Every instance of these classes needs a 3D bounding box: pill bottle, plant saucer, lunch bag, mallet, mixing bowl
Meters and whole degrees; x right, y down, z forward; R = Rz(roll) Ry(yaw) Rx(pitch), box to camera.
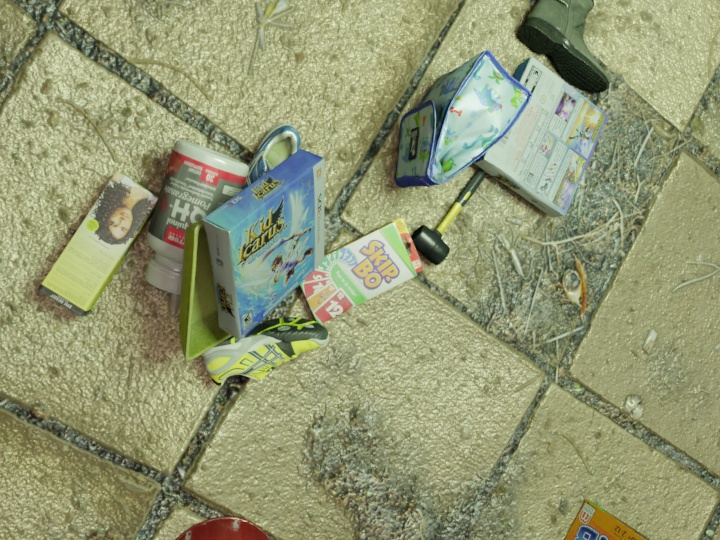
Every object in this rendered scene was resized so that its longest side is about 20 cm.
[{"bbox_3d":[-0.240,-0.073,0.872,0.109,0.111,0.204,18,98,-15],"label":"pill bottle"},{"bbox_3d":[-0.185,-0.004,0.856,0.047,0.199,0.204,24,118,22],"label":"plant saucer"},{"bbox_3d":[0.136,-0.214,0.937,0.126,0.170,0.202,35,86,-14],"label":"lunch bag"},{"bbox_3d":[0.168,-0.097,1.025,0.200,0.041,0.066,-46,102,-12],"label":"mallet"},{"bbox_3d":[-0.213,0.497,0.923,0.195,0.108,0.205,-1,93,-14],"label":"mixing bowl"}]

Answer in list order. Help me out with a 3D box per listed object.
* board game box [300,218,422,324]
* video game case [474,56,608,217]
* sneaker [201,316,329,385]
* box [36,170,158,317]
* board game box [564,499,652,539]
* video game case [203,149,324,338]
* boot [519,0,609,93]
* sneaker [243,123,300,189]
[{"bbox_3d":[0.000,0.000,0.978,0.197,0.030,0.097,-27,100,-6],"label":"board game box"},{"bbox_3d":[0.310,-0.225,1.040,0.179,0.045,0.203,30,81,-14],"label":"video game case"},{"bbox_3d":[-0.144,0.124,0.942,0.195,0.075,0.078,-8,103,-3],"label":"sneaker"},{"bbox_3d":[-0.373,-0.039,0.877,0.074,0.050,0.202,32,86,-14],"label":"box"},{"bbox_3d":[0.475,0.572,1.061,0.198,0.200,0.202,32,85,-14],"label":"board game box"},{"bbox_3d":[-0.120,-0.038,0.829,0.200,0.045,0.184,-46,150,-41],"label":"video game case"},{"bbox_3d":[0.375,-0.413,1.045,0.198,0.068,0.132,33,79,-16],"label":"boot"},{"bbox_3d":[-0.151,-0.133,0.915,0.075,0.077,0.203,25,90,-16],"label":"sneaker"}]
